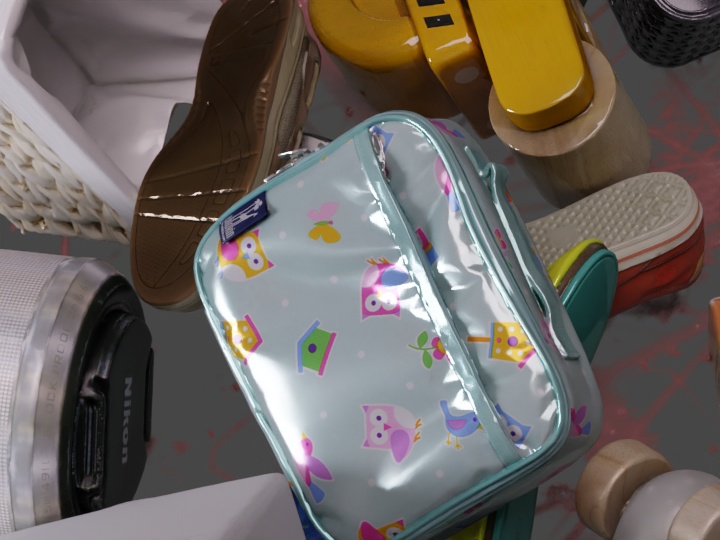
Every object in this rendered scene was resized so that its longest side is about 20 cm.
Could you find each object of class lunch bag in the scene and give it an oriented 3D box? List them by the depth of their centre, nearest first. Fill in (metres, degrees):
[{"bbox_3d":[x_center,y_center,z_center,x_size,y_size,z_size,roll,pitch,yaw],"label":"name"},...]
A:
[{"bbox_3d":[0.019,0.026,1.240,0.160,0.077,0.200,-32,76,24],"label":"lunch bag"}]

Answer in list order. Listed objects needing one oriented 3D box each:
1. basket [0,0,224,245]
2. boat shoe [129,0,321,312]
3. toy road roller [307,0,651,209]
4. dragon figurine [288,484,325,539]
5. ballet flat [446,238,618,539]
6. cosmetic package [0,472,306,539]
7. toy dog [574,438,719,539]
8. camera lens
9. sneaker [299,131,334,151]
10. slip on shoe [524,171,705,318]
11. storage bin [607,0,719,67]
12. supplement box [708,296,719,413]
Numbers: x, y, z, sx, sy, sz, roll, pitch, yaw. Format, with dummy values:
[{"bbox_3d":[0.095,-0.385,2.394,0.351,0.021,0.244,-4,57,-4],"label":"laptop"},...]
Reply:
[{"bbox_3d":[-0.164,-0.114,1.375,0.123,0.200,0.136,3,62,32],"label":"basket"},{"bbox_3d":[-0.064,-0.057,1.361,0.072,0.065,0.200,-3,56,30],"label":"boat shoe"},{"bbox_3d":[0.061,-0.115,1.403,0.146,0.123,0.200,-24,60,11],"label":"toy road roller"},{"bbox_3d":[-0.027,0.163,1.299,0.099,0.059,0.200,-31,65,-9],"label":"dragon figurine"},{"bbox_3d":[0.069,0.073,1.304,0.067,0.067,0.200,19,93,32],"label":"ballet flat"},{"bbox_3d":[-0.110,0.211,1.152,0.165,0.200,0.165,-14,100,18],"label":"cosmetic package"},{"bbox_3d":[0.153,0.171,1.235,0.096,0.200,0.132,-2,41,-33],"label":"toy dog"},{"bbox_3d":[-0.215,0.065,1.318,0.200,0.160,0.160,6,64,11],"label":"camera lens"},{"bbox_3d":[0.000,0.000,1.350,0.200,0.076,0.116,18,74,57],"label":"sneaker"},{"bbox_3d":[0.091,0.011,1.363,0.200,0.061,0.074,-21,39,10],"label":"slip on shoe"},{"bbox_3d":[0.184,-0.231,1.426,0.135,0.094,0.200,-23,81,-7],"label":"storage bin"},{"bbox_3d":[0.222,0.110,1.291,0.069,0.067,0.200,-9,61,3],"label":"supplement box"}]
